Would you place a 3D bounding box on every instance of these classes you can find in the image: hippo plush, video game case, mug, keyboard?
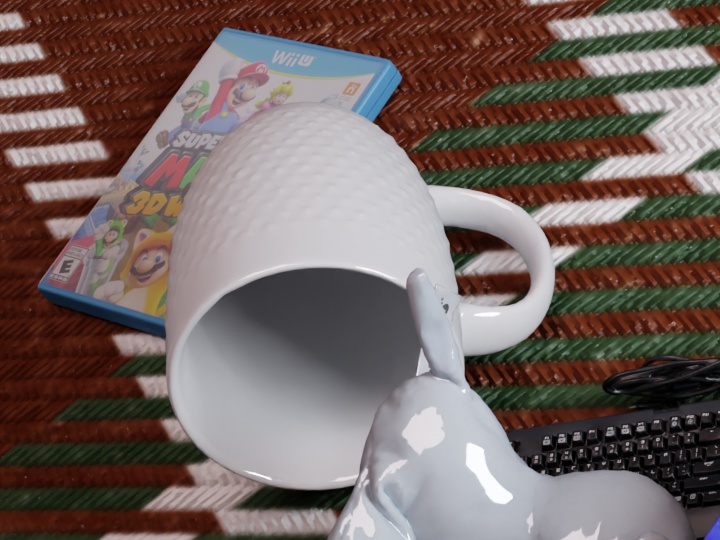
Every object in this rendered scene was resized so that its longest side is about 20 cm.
[{"bbox_3d":[0.075,0.126,1.362,0.160,0.159,0.201,20,87,12],"label":"hippo plush"},{"bbox_3d":[-0.081,-0.051,1.702,0.143,0.018,0.200,14,62,43],"label":"video game case"},{"bbox_3d":[0.000,0.000,1.522,0.199,0.148,0.176,0,38,-3],"label":"mug"},{"bbox_3d":[0.141,0.079,1.412,0.199,0.040,0.104,-10,48,27],"label":"keyboard"}]

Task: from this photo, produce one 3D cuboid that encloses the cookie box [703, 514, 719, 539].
[{"bbox_3d":[0.235,0.108,1.160,0.171,0.075,0.200,19,66,42],"label":"cookie box"}]
